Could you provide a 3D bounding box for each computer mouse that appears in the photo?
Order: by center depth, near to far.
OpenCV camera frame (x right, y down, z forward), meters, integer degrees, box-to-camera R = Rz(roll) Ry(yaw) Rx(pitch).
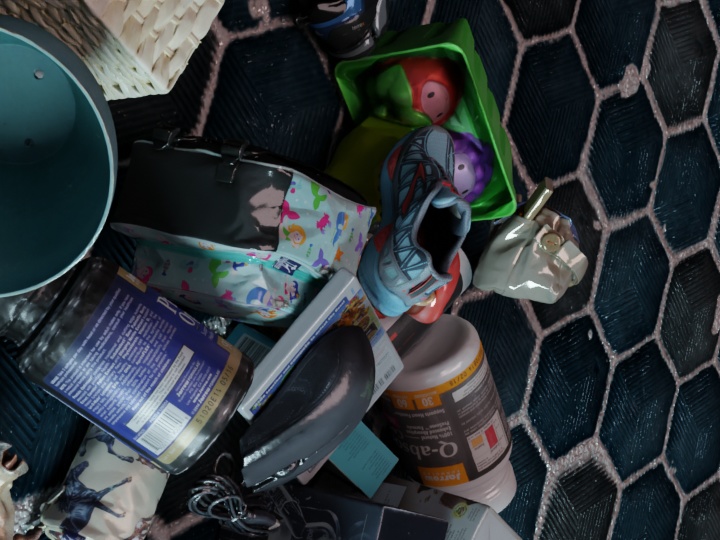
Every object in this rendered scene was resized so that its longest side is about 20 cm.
[{"bbox_3d":[-0.046,0.136,1.351,0.200,0.053,0.139,-53,154,-5],"label":"computer mouse"}]

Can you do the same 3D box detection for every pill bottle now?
[{"bbox_3d":[-0.191,0.060,1.274,0.200,0.112,0.112,36,63,-12],"label":"pill bottle"},{"bbox_3d":[0.089,0.153,1.682,0.116,0.116,0.200,-45,127,-37],"label":"pill bottle"}]

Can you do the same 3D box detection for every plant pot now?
[{"bbox_3d":[-0.262,-0.099,1.179,0.135,0.200,0.200,-82,161,-66],"label":"plant pot"}]

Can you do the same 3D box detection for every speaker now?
[{"bbox_3d":[0.023,0.045,1.615,0.200,0.081,0.081,-44,127,-38],"label":"speaker"}]

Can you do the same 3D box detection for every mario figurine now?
[{"bbox_3d":[0.000,0.000,1.523,0.200,0.124,0.106,-15,146,-25],"label":"mario figurine"}]

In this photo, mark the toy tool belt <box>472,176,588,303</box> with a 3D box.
[{"bbox_3d":[0.176,-0.037,1.703,0.200,0.125,0.123,-69,170,-85],"label":"toy tool belt"}]

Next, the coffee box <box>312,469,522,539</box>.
[{"bbox_3d":[0.052,0.257,1.586,0.113,0.200,0.080,49,62,-44],"label":"coffee box"}]

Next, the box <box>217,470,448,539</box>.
[{"bbox_3d":[-0.041,0.299,1.492,0.104,0.182,0.200,22,78,-49],"label":"box"}]

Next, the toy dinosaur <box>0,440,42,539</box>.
[{"bbox_3d":[-0.312,0.217,1.231,0.200,0.086,0.136,-51,123,-11],"label":"toy dinosaur"}]

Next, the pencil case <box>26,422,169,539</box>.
[{"bbox_3d":[-0.194,0.142,1.361,0.089,0.078,0.200,28,72,-21],"label":"pencil case"}]

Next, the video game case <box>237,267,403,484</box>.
[{"bbox_3d":[-0.032,0.094,1.407,0.143,0.018,0.200,-49,154,-11],"label":"video game case"}]

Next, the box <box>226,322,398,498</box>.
[{"bbox_3d":[-0.050,0.131,1.528,0.049,0.082,0.200,-53,134,-12],"label":"box"}]

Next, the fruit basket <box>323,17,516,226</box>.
[{"bbox_3d":[0.051,-0.117,1.587,0.216,0.155,0.216,-6,90,-65],"label":"fruit basket"}]

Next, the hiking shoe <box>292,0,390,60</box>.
[{"bbox_3d":[0.006,-0.298,1.545,0.087,0.074,0.200,36,68,-48],"label":"hiking shoe"}]

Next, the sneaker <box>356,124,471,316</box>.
[{"bbox_3d":[0.067,-0.050,1.462,0.079,0.095,0.200,36,50,-31],"label":"sneaker"}]

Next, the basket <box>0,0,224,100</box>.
[{"bbox_3d":[-0.180,-0.241,1.285,0.136,0.123,0.200,49,60,-42],"label":"basket"}]

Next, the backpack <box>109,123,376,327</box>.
[{"bbox_3d":[-0.088,-0.031,1.389,0.200,0.177,0.151,7,93,-58],"label":"backpack"}]
